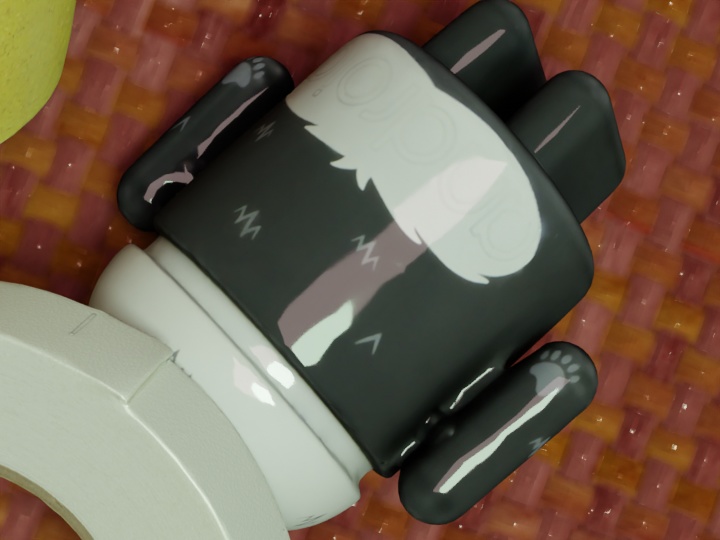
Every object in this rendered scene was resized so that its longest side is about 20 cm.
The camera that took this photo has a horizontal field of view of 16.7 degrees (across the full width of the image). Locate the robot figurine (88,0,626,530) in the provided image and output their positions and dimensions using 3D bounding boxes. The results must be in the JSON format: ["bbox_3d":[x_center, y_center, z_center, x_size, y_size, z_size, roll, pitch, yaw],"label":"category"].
[{"bbox_3d":[-0.001,0.000,0.846,0.200,0.150,0.125,-42,116,-6],"label":"robot figurine"}]

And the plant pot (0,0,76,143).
[{"bbox_3d":[-0.169,-0.109,0.795,0.200,0.200,0.142,-24,121,-8],"label":"plant pot"}]

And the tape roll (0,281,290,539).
[{"bbox_3d":[-0.117,0.100,0.815,0.202,0.037,0.203,10,117,20],"label":"tape roll"}]
